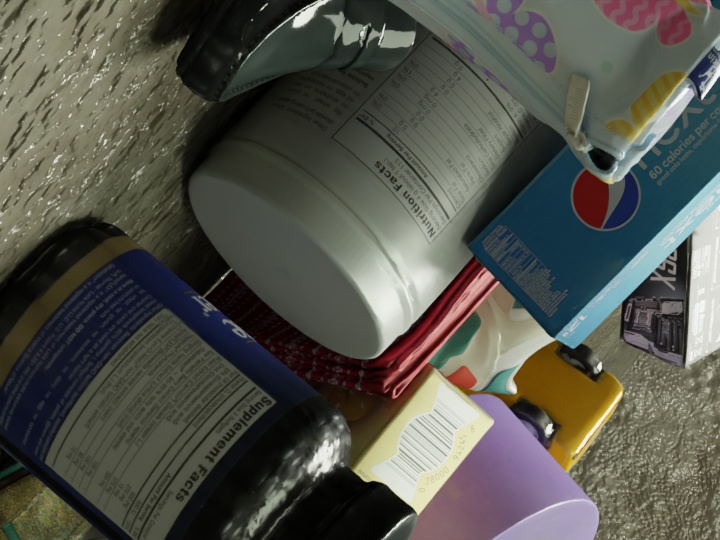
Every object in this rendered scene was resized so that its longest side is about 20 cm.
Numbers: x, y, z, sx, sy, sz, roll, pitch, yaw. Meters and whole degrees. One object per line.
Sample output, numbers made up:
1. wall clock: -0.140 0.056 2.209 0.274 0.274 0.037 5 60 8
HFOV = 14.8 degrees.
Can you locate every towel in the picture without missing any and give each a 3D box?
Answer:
1. towel: 0.000 0.000 1.451 0.145 0.023 0.199 -46 -150 -24

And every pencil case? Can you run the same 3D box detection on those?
1. pencil case: 0.057 -0.124 1.154 0.091 0.200 0.083 -48 175 -20

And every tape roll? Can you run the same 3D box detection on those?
1. tape roll: 0.032 0.168 1.544 0.199 0.085 0.200 -35 156 -18

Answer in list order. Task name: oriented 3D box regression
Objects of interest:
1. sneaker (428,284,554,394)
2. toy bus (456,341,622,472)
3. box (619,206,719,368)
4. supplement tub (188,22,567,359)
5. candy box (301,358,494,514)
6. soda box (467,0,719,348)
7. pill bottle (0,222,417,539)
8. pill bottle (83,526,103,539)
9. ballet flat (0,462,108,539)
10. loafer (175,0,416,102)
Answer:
1. sneaker: 0.100 -0.015 1.493 0.200 0.093 0.070 -54 -152 21
2. toy bus: 0.054 0.046 1.638 0.065 0.199 0.078 -48 168 -32
3. box: 0.215 -0.067 1.538 0.157 0.050 0.201 -26 128 -38
4. supplement tub: 0.026 -0.070 1.362 0.200 0.132 0.132 -47 168 -18
5. candy box: -0.034 0.121 1.422 0.200 0.055 0.115 -50 -150 -3
6. soda box: 0.146 -0.056 1.331 0.200 0.064 0.068 -45 166 5
7. pill bottle: -0.076 0.079 1.248 0.112 0.200 0.112 -48 168 -14
8. pill bottle: -0.071 0.116 1.580 0.200 0.119 0.120 -47 168 -21
9. ballet flat: -0.127 0.104 1.452 0.200 0.071 0.071 -34 159 -56
10. loafer: -0.006 -0.119 1.226 0.200 0.070 0.068 -38 172 -48
